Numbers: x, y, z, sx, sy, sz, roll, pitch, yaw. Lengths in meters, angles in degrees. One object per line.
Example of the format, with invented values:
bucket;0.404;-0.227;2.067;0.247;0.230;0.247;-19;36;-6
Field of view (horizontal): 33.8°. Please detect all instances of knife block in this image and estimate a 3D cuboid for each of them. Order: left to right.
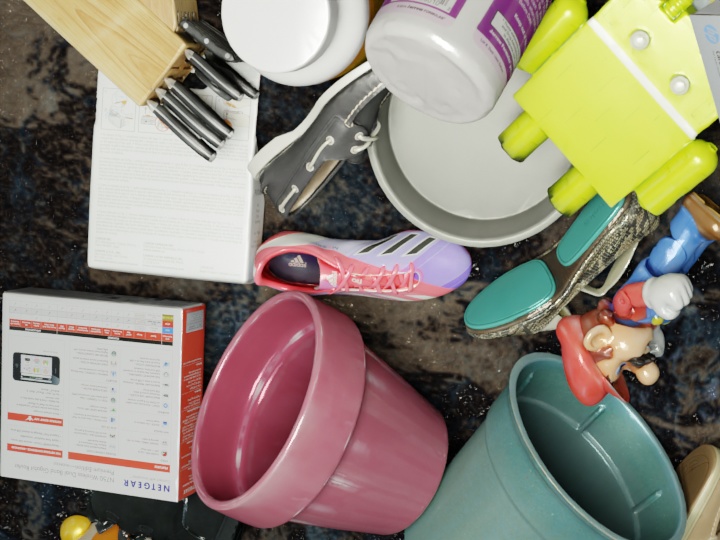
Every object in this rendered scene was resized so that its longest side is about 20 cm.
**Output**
knife block;-0.190;-0.180;1.028;0.196;0.064;0.179;-3;98;12

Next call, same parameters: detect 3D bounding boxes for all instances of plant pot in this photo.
plant pot;-0.027;0.145;1.056;0.178;0.201;0.200;29;116;-29
plant pot;0.151;0.215;1.056;0.199;0.201;0.197;38;120;-4

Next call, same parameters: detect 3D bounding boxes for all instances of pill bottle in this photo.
pill bottle;-0.039;-0.204;0.924;0.109;0.200;0.113;3;104;12
pill bottle;0.093;-0.223;0.900;0.111;0.112;0.202;31;72;-1

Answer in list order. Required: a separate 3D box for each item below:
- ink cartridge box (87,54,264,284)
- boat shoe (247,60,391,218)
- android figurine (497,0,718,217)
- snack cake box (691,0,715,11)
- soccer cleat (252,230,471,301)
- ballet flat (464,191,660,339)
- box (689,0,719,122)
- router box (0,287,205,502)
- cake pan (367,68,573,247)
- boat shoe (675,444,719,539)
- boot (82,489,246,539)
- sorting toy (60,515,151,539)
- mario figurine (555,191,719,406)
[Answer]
ink cartridge box;-0.168;-0.096;1.091;0.159;0.050;0.204;6;94;10
boat shoe;-0.019;-0.114;0.992;0.199;0.074;0.061;-37;84;35
android figurine;0.204;-0.135;0.929;0.183;0.041;0.200;49;124;0
snack cake box;0.282;-0.241;0.922;0.113;0.067;0.204;-6;108;13
soccer cleat;0.000;0.000;1.062;0.196;0.077;0.068;5;111;10
ballet flat;0.183;0.006;1.039;0.075;0.068;0.200;34;114;-30
box;0.349;-0.163;0.883;0.198;0.041;0.158;-32;114;-17
router box;-0.249;0.115;1.133;0.196;0.049;0.183;5;96;18
cake pan;0.103;-0.122;1.017;0.196;0.037;0.204;4;110;10
boat shoe;0.309;0.249;1.096;0.063;0.072;0.203;14;120;-1
boot;-0.179;0.201;1.179;0.160;0.073;0.201;26;111;8
sorting toy;-0.307;0.362;1.200;0.106;0.180;0.202;28;112;0
mario figurine;0.252;0.039;0.995;0.122;0.106;0.201;24;111;-33
